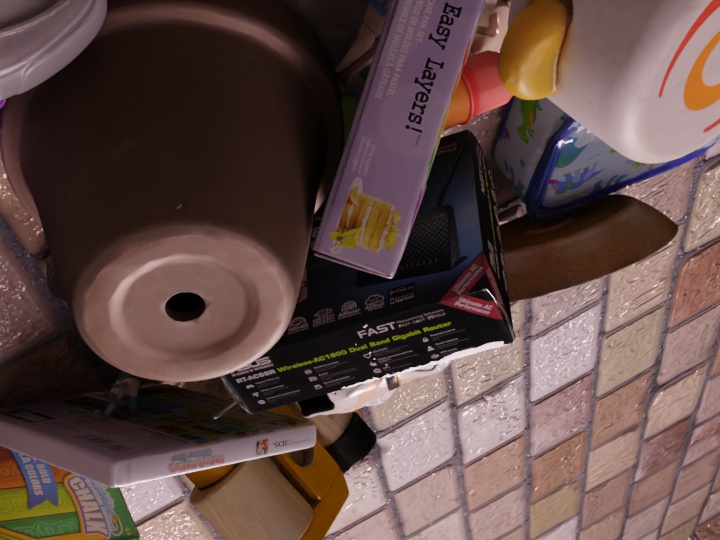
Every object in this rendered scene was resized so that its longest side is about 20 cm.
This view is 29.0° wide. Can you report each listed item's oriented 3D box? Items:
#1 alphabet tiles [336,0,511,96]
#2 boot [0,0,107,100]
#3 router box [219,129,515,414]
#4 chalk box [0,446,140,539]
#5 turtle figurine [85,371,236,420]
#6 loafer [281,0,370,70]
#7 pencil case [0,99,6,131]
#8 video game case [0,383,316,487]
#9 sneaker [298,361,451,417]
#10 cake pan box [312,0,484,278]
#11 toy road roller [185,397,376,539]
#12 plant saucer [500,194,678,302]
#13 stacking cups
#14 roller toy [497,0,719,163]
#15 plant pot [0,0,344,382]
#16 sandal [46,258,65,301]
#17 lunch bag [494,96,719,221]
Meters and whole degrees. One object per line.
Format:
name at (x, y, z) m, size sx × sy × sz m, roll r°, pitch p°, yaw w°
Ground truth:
alphabet tiles at (0.051, -0.155, 0.974) m, size 0.200 × 0.015 × 0.196 m, roll -37°, pitch 153°, yaw 11°
boot at (-0.220, -0.125, 0.669) m, size 0.199 × 0.074 × 0.096 m, roll -27°, pitch 154°, yaw -16°
router box at (0.000, 0.000, 0.957) m, size 0.199 × 0.150 × 0.062 m, roll -16°, pitch 136°, yaw 15°
chalk box at (-0.269, 0.204, 1.122) m, size 0.200 × 0.125 × 0.124 m, roll 0°, pitch 140°, yaw -49°
turtle figurine at (-0.114, 0.055, 1.054) m, size 0.149 × 0.101 × 0.200 m, roll -5°, pitch 180°, yaw 26°
loafer at (-0.027, -0.170, 0.814) m, size 0.072 × 0.063 × 0.200 m, roll 27°, pitch 127°, yaw -20°
pencil case at (-0.266, -0.024, 0.778) m, size 0.085 × 0.084 × 0.200 m, roll -12°, pitch 147°, yaw -45°
video game case at (-0.165, 0.121, 1.054) m, size 0.182 × 0.200 × 0.023 m, roll -6°, pitch 98°, yaw -42°
sneaker at (0.009, 0.071, 1.109) m, size 0.080 × 0.074 × 0.200 m, roll -19°, pitch 162°, yaw -33°
cake pan box at (0.028, -0.094, 0.812) m, size 0.200 × 0.052 × 0.185 m, roll -47°, pitch 157°, yaw -86°
toy road roller at (-0.092, 0.171, 1.205) m, size 0.146 × 0.123 × 0.200 m, roll -30°, pitch -163°, yaw 37°
plant saucer at (0.161, -0.024, 1.154) m, size 0.199 × 0.036 × 0.200 m, roll -18°, pitch -170°, yaw 3°
stacking cups at (0.014, -0.103, 0.952) m, size 0.199 × 0.061 × 0.061 m, roll -22°, pitch 152°, yaw -26°
roller toy at (0.196, -0.177, 0.941) m, size 0.200 × 0.140 × 0.182 m, roll -53°, pitch 148°, yaw 11°
plant pot at (-0.099, -0.037, 0.762) m, size 0.199 × 0.175 × 0.201 m, roll -6°, pitch 134°, yaw -6°
sandal at (-0.142, -0.043, 0.915) m, size 0.080 × 0.058 × 0.201 m, roll 31°, pitch 132°, yaw -32°
lunch bag at (0.213, -0.126, 1.126) m, size 0.199 × 0.083 × 0.161 m, roll -21°, pitch 157°, yaw -19°
